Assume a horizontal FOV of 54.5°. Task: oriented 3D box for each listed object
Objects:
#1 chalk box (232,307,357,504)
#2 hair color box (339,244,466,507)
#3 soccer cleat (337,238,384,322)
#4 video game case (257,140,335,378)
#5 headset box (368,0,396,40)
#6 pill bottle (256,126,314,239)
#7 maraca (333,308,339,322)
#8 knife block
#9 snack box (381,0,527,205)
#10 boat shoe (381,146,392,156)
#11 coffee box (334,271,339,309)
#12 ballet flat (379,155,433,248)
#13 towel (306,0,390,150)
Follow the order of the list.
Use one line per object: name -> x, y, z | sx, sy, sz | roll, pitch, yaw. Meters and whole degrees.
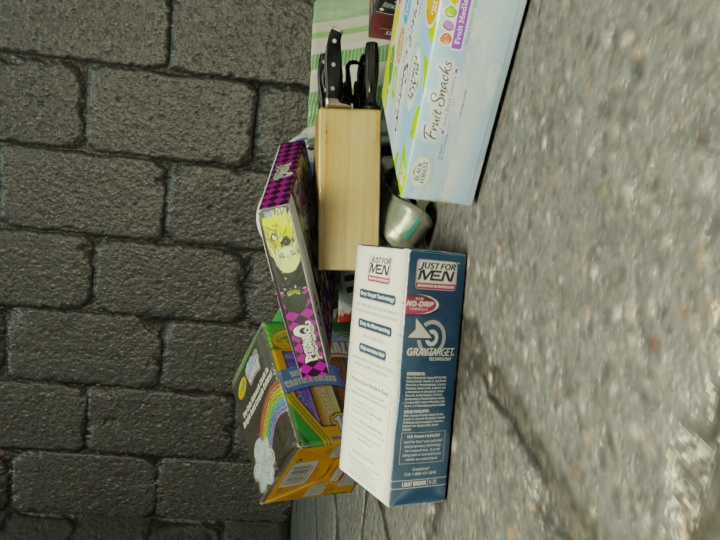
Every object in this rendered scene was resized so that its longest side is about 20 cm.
chalk box -> -0.066, 0.140, 0.807 | 0.126, 0.121, 0.203 | -57, 42, 38
hair color box -> 0.034, 0.083, 0.601 | 0.099, 0.059, 0.206 | 9, 95, 63
soccer cleat -> 0.000, 0.000, 0.847 | 0.068, 0.085, 0.202 | -36, -17, -32
video game case -> -0.062, -0.020, 0.742 | 0.201, 0.035, 0.186 | -90, -10, -64
headset box -> 0.056, -0.349, 0.736 | 0.200, 0.073, 0.153 | 123, 150, -75
pill bottle -> -0.066, -0.115, 0.946 | 0.202, 0.109, 0.114 | -76, -3, -52
maraca -> -0.030, 0.129, 1.020 | 0.200, 0.104, 0.141 | -118, 37, -78
knife block -> -0.013, -0.126, 0.695 | 0.178, 0.062, 0.204 | 97, 171, -49
snack box -> 0.066, -0.182, 0.577 | 0.202, 0.066, 0.172 | -97, 14, -53
boat shoe -> 0.025, -0.145, 0.936 | 0.202, 0.068, 0.068 | -82, 0, -53
coffee box -> -0.024, 0.014, 0.990 | 0.200, 0.120, 0.045 | 123, 127, -73
ballet flat -> 0.047, -0.090, 0.770 | 0.064, 0.066, 0.202 | -51, 23, 24
towel -> 0.006, -0.242, 0.832 | 0.023, 0.148, 0.206 | 35, -125, -66
